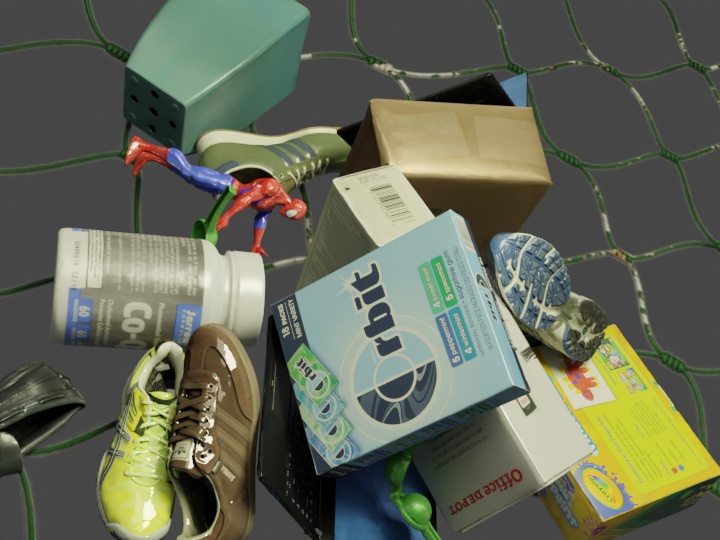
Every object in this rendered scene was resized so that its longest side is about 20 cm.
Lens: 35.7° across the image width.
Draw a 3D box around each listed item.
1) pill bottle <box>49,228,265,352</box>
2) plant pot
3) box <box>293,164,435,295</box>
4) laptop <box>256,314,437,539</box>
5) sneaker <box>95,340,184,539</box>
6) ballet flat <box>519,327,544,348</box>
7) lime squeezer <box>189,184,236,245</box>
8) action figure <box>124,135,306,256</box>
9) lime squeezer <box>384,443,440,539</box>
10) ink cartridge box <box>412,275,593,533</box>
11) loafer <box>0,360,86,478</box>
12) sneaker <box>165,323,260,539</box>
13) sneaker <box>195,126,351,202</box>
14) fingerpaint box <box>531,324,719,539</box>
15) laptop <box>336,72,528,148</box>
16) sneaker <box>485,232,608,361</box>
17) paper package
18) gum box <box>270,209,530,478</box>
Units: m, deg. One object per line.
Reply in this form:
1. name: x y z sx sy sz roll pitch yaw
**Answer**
1. pill bottle: -0.200 0.022 1.102 0.198 0.114 0.114 4 50 -15
2. plant pot: -0.182 -0.242 1.320 0.141 0.142 0.200 34 55 11
3. box: 0.000 0.000 1.133 0.077 0.201 0.095 -17 59 -30
4. laptop: -0.008 0.158 1.062 0.103 0.200 0.178 -14 47 16
5. sneaker: -0.196 0.152 1.019 0.075 0.077 0.201 9 50 -15
6. ballet flat: 0.180 0.072 1.235 0.199 0.068 0.068 -6 43 -37
7. lime squeezer: -0.193 -0.027 1.152 0.071 0.199 0.038 5 63 -67
8. action figure: -0.160 -0.069 1.207 0.198 0.065 0.100 15 81 4
9. lime squeezer: 0.061 0.203 1.037 0.070 0.202 0.038 -10 10 -1
10. ink cartridge box: 0.105 0.128 1.069 0.084 0.146 0.201 -20 75 -41
11. loafer: -0.325 0.153 0.977 0.070 0.068 0.200 29 43 18
12. sneaker: -0.133 0.147 0.985 0.075 0.070 0.202 0 82 -60
13. sneaker: -0.088 -0.112 1.291 0.198 0.067 0.090 -1 52 -14
14. fingerpaint box: 0.244 0.170 1.162 0.166 0.074 0.201 -13 55 -29
15. laptop: 0.090 -0.196 1.308 0.186 0.200 0.117 -18 65 21
16. sneaker: 0.167 0.027 1.120 0.085 0.200 0.077 18 70 45
17. paper package: 0.084 -0.094 1.248 0.198 0.191 0.104 0 61 -18
18. gum box: 0.029 0.067 0.995 0.044 0.199 0.171 24 43 -58
